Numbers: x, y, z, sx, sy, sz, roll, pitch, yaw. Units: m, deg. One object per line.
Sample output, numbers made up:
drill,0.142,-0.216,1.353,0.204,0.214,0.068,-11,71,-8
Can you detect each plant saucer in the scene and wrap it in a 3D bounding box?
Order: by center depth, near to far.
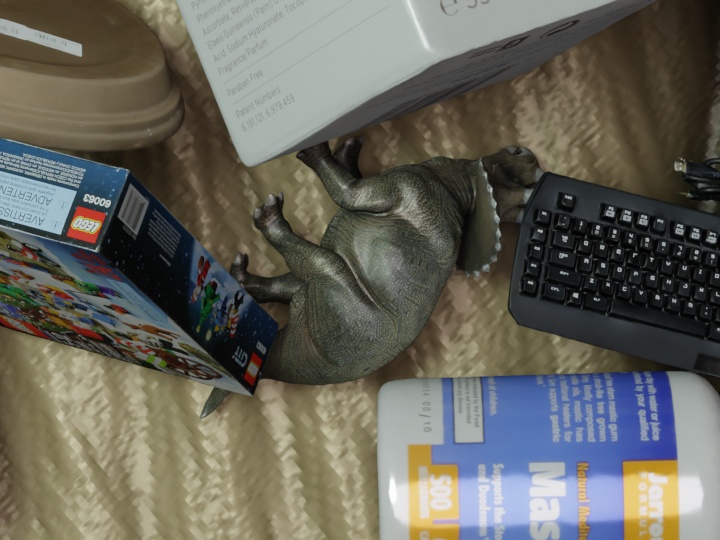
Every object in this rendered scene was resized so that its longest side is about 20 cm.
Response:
plant saucer,-0.169,-0.107,1.258,0.200,0.200,0.030,22,110,1

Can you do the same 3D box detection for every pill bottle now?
pill bottle,0.108,0.102,1.290,0.199,0.112,0.112,-2,89,2

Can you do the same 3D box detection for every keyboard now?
keyboard,0.170,-0.005,1.300,0.199,0.040,0.104,13,73,-14

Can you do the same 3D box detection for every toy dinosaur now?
toy dinosaur,0.000,0.000,1.313,0.102,0.077,0.200,41,85,15

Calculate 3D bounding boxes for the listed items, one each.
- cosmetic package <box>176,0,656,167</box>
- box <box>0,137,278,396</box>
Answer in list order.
cosmetic package,0.013,-0.177,1.242,0.167,0.166,0.200,-22,88,-34
box,-0.131,-0.007,1.235,0.136,0.200,0.038,14,75,21
